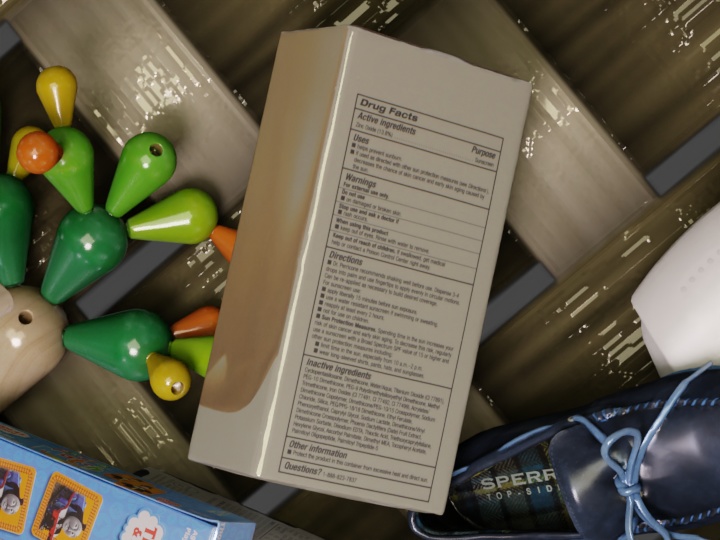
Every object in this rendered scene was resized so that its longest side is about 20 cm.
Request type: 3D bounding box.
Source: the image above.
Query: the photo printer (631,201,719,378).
[{"bbox_3d":[0.230,0.044,1.073,0.166,0.069,0.201,-33,88,9],"label":"photo printer"}]

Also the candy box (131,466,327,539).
[{"bbox_3d":[-0.046,0.209,1.120,0.199,0.072,0.169,22,95,7],"label":"candy box"}]

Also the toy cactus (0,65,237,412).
[{"bbox_3d":[-0.138,0.007,1.122,0.200,0.102,0.165,39,107,-4],"label":"toy cactus"}]

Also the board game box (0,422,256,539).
[{"bbox_3d":[-0.154,0.155,1.087,0.199,0.037,0.152,18,94,31],"label":"board game box"}]

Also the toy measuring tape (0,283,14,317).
[{"bbox_3d":[-0.218,0.030,1.107,0.199,0.073,0.074,8,95,46],"label":"toy measuring tape"}]

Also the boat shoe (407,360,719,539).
[{"bbox_3d":[0.109,0.098,1.056,0.199,0.069,0.085,-24,93,38],"label":"boat shoe"}]

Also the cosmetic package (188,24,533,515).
[{"bbox_3d":[0.000,0.000,1.070,0.105,0.071,0.201,16,84,-30],"label":"cosmetic package"}]
